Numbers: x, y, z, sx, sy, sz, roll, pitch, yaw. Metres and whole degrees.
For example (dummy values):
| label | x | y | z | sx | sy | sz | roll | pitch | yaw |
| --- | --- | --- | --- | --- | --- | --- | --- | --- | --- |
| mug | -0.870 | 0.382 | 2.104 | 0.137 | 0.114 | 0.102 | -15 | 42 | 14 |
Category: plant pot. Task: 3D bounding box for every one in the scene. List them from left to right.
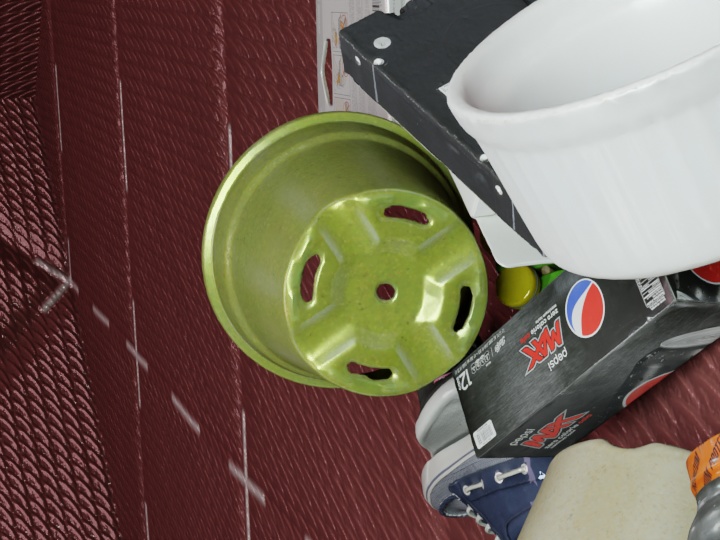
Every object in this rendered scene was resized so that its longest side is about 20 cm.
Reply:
| label | x | y | z | sx | sy | sz | roll | pitch | yaw |
| --- | --- | --- | --- | --- | --- | --- | --- | --- | --- |
| plant pot | 0.000 | 0.000 | 1.071 | 0.184 | 0.199 | 0.201 | -137 | 43 | -77 |
| plant pot | 0.140 | 0.198 | 0.845 | 0.201 | 0.200 | 0.184 | 122 | 170 | -61 |

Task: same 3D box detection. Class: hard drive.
| label | x | y | z | sx | sy | sz | roll | pitch | yaw |
| --- | --- | --- | --- | --- | --- | --- | --- | --- | --- |
| hard drive | 0.098 | -0.104 | 0.917 | 0.200 | 0.139 | 0.038 | 45 | 157 | 38 |

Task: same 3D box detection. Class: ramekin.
| label | x | y | z | sx | sy | sz | roll | pitch | yaw |
| --- | --- | --- | --- | --- | --- | --- | --- | --- | --- |
| ramekin | 0.150 | -0.082 | 0.751 | 0.098 | 0.200 | 0.200 | 62 | 169 | -21 |

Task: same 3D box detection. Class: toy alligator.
| label | x | y | z | sx | sy | sz | roll | pitch | yaw |
| --- | --- | --- | --- | --- | --- | --- | --- | --- | --- |
| toy alligator | 0.129 | 0.018 | 1.078 | 0.054 | 0.059 | 0.201 | -29 | 60 | 26 |

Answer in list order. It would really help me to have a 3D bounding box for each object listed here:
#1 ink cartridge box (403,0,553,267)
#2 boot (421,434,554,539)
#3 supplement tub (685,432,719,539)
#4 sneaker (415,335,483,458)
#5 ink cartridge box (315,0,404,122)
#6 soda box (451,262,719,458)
| label | x | y | z | sx | sy | sz | roll | pitch | yaw |
| --- | --- | --- | --- | --- | --- | --- | --- | --- | --- |
| ink cartridge box | 0.108 | -0.099 | 0.998 | 0.068 | 0.115 | 0.200 | 102 | 154 | -45 |
| boot | 0.099 | 0.169 | 1.170 | 0.200 | 0.072 | 0.091 | 122 | 144 | -61 |
| supplement tub | 0.222 | 0.167 | 0.726 | 0.123 | 0.122 | 0.201 | 118 | 142 | -59 |
| sneaker | 0.066 | 0.078 | 1.194 | 0.200 | 0.070 | 0.100 | 79 | 178 | -72 |
| ink cartridge box | 0.011 | -0.168 | 1.382 | 0.176 | 0.045 | 0.201 | -153 | 59 | -68 |
| soda box | 0.138 | 0.041 | 0.946 | 0.200 | 0.071 | 0.064 | -46 | 50 | 46 |
